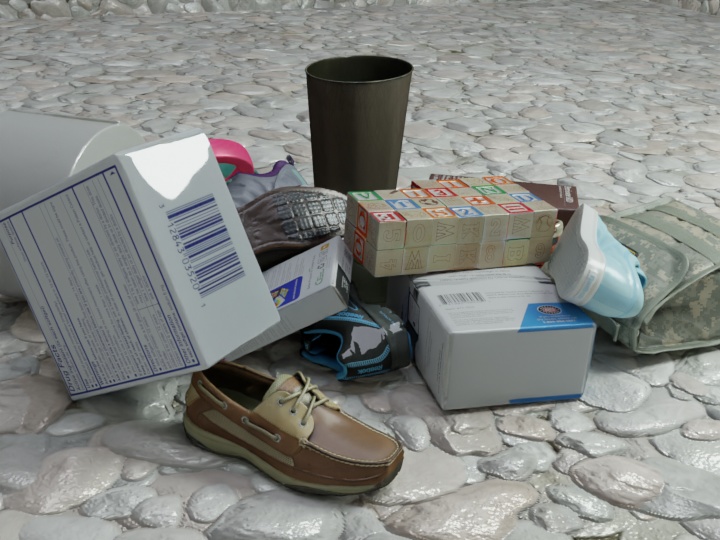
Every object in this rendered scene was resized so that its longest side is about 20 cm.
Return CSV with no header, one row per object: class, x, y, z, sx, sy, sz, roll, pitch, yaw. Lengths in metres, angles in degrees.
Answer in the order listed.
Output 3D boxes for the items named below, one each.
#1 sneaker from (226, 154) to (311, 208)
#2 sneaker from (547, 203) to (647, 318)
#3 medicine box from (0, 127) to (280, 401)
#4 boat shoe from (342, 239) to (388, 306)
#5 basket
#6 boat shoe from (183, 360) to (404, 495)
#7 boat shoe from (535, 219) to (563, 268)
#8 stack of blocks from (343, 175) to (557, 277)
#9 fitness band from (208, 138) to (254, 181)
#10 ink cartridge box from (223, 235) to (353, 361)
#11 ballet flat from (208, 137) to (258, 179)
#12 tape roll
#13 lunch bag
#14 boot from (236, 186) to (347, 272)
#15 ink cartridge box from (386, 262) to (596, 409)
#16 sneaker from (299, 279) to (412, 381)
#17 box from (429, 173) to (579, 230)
sneaker,-0.148,-0.058,1.060,0.199,0.075,0.088,-22,55,-10
sneaker,0.239,-0.002,0.959,0.082,0.074,0.200,29,26,-3
medicine box,-0.198,-0.001,0.838,0.199,0.183,0.103,-16,9,39
boat shoe,0.001,-0.002,1.080,0.198,0.075,0.066,2,21,-1
basket,-0.004,-0.180,1.325,0.135,0.201,0.180,13,27,23
boat shoe,-0.062,0.123,0.787,0.199,0.074,0.076,12,26,22
boat shoe,0.149,-0.035,1.182,0.199,0.063,0.071,3,26,6
stack of blocks,0.086,-0.049,0.995,0.199,0.059,0.115,-5,25,-22
fitness band,-0.233,-0.113,1.234,0.199,0.144,0.038,-12,63,-27
ink cartridge box,-0.101,0.039,0.951,0.199,0.037,0.095,-23,27,16
ballet flat,-0.208,-0.141,1.408,0.070,0.068,0.200,-33,35,-15
tape roll,-0.325,-0.064,1.036,0.138,0.204,0.203,8,24,16
lunch bag,0.313,0.008,1.034,0.199,0.118,0.164,-16,29,-23
boot,-0.100,-0.031,1.012,0.199,0.097,0.075,-13,71,-28
ink cartridge box,0.121,0.047,0.960,0.146,0.086,0.200,-3,23,-14
sneaker,-0.036,0.047,0.966,0.082,0.074,0.200,-19,29,-30
box,0.181,-0.071,1.255,0.199,0.075,0.100,7,24,6
